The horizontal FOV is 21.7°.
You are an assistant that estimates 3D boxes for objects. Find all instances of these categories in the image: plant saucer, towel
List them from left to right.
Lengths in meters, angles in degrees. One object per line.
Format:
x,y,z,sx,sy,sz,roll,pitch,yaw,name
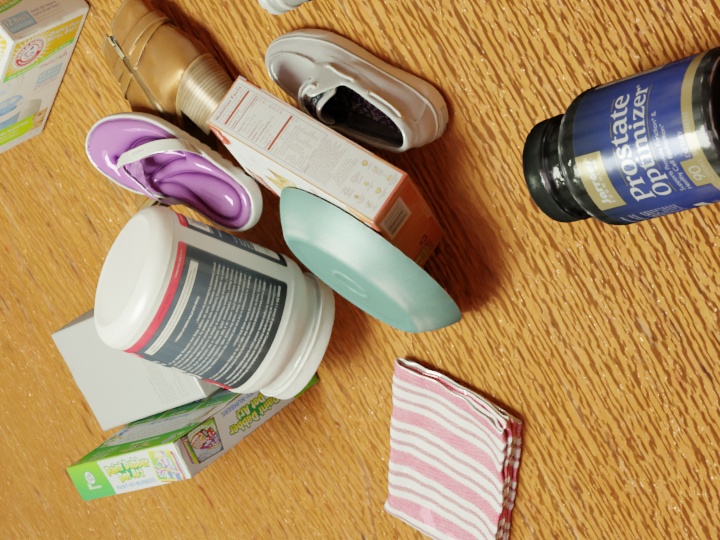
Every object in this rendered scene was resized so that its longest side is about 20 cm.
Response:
0.000,0.000,1.691,0.199,0.036,0.200,35,170,7,plant saucer
0.083,0.192,1.816,0.146,0.030,0.202,27,131,31,towel

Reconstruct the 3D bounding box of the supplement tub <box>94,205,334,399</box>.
-0.139,0.034,1.787,0.199,0.142,0.140,22,146,-25,supplement tub

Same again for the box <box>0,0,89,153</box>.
-0.375,-0.221,1.944,0.101,0.112,0.200,45,136,13,box

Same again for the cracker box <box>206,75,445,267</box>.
-0.030,-0.083,1.687,0.199,0.058,0.134,32,172,27,cracker box

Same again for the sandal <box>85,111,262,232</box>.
-0.184,-0.095,1.784,0.201,0.050,0.083,21,117,22,sandal

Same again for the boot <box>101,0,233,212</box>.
-0.206,-0.161,1.851,0.155,0.074,0.200,45,126,12,boot

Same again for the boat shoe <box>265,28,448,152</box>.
-0.018,-0.154,1.671,0.199,0.068,0.073,31,133,27,boat shoe

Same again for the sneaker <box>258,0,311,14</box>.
-0.070,-0.326,1.630,0.081,0.075,0.201,-8,115,30,sneaker

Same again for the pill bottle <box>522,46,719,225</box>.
0.223,-0.097,1.441,0.199,0.112,0.113,-15,103,47,pill bottle

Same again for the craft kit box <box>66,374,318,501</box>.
-0.171,0.157,1.914,0.199,0.197,0.049,-18,101,49,craft kit box

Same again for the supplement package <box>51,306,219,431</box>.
-0.204,0.071,1.951,0.199,0.120,0.122,-20,101,48,supplement package
